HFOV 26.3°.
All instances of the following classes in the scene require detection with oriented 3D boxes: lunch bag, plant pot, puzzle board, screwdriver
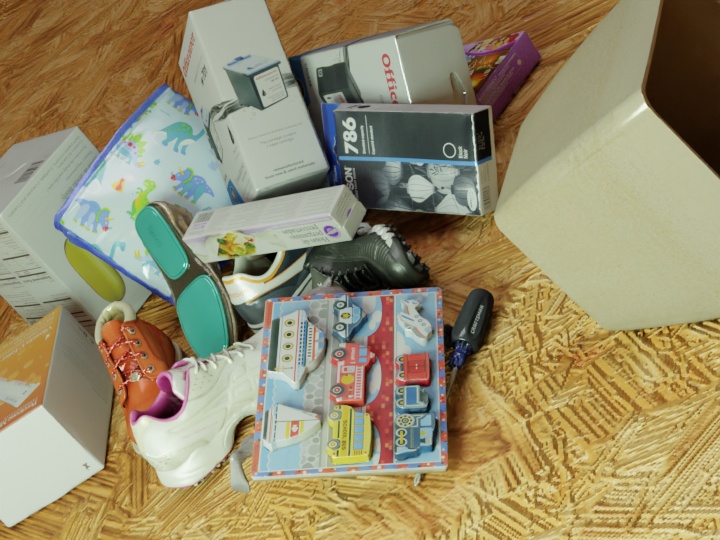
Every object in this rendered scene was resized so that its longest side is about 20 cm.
[{"bbox_3d":[-0.209,-0.073,1.684,0.200,0.170,0.127,-51,-14,-30],"label":"lunch bag"},{"bbox_3d":[0.215,-0.071,1.136,0.177,0.200,0.200,-34,23,37],"label":"plant pot"},{"bbox_3d":[-0.007,0.085,1.230,0.151,0.017,0.200,-3,41,4],"label":"puzzle board"},{"bbox_3d":[0.070,0.089,1.234,0.028,0.029,0.200,-17,33,39],"label":"screwdriver"}]

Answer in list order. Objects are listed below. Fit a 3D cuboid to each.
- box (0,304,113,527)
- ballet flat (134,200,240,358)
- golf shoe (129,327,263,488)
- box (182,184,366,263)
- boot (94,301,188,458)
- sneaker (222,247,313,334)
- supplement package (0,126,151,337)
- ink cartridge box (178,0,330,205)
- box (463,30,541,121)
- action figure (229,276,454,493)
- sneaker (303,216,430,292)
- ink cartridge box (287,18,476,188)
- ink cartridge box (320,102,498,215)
[{"bbox_3d":[-0.336,0.147,1.596,0.124,0.098,0.200,-33,26,12],"label":"box"},{"bbox_3d":[-0.160,0.012,1.567,0.068,0.200,0.067,-37,-22,28],"label":"ballet flat"},{"bbox_3d":[-0.128,0.103,1.403,0.075,0.092,0.200,-2,42,54],"label":"golf shoe"},{"bbox_3d":[-0.086,-0.043,1.472,0.200,0.039,0.041,-9,45,39],"label":"box"},{"bbox_3d":[-0.219,0.104,1.505,0.075,0.107,0.200,-35,27,5],"label":"boot"},{"bbox_3d":[-0.066,-0.030,1.554,0.078,0.079,0.200,-13,34,44],"label":"sneaker"},{"bbox_3d":[-0.346,-0.036,1.790,0.151,0.200,0.152,-7,40,48],"label":"supplement package"},{"bbox_3d":[-0.112,-0.163,1.583,0.086,0.200,0.146,-20,-10,-15],"label":"ink cartridge box"},{"bbox_3d":[0.083,-0.186,1.655,0.200,0.039,0.137,-5,41,50],"label":"box"},{"bbox_3d":[-0.025,0.081,1.294,0.200,0.105,0.194,-25,38,29],"label":"action figure"},{"bbox_3d":[0.000,0.000,1.437,0.090,0.066,0.200,-45,22,-6],"label":"sneaker"},{"bbox_3d":[0.019,-0.164,1.560,0.084,0.145,0.200,-21,12,-36],"label":"ink cartridge box"},{"bbox_3d":[0.036,-0.108,1.463,0.200,0.100,0.039,5,20,37],"label":"ink cartridge box"}]
